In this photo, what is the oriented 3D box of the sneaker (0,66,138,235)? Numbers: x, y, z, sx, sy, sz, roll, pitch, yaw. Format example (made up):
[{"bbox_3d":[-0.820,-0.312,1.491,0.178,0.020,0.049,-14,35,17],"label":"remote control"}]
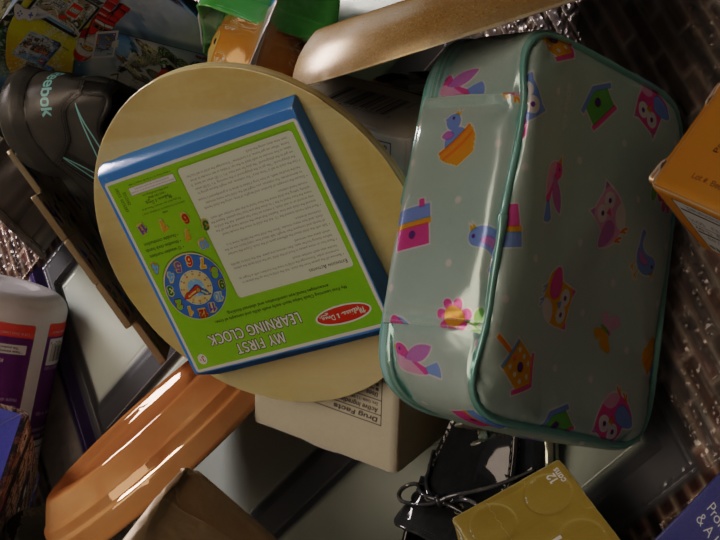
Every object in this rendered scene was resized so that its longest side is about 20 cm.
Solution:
[{"bbox_3d":[-0.145,-0.064,1.067,0.079,0.200,0.076,-6,65,26],"label":"sneaker"}]

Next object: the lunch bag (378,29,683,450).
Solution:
[{"bbox_3d":[0.092,-0.008,0.839,0.077,0.160,0.201,4,81,43],"label":"lunch bag"}]

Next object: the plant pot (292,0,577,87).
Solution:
[{"bbox_3d":[0.055,-0.137,0.868,0.200,0.200,0.028,-10,102,47],"label":"plant pot"}]

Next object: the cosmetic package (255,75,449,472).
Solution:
[{"bbox_3d":[0.000,0.000,0.938,0.105,0.071,0.201,18,119,29],"label":"cosmetic package"}]

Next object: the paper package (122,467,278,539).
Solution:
[{"bbox_3d":[-0.074,0.240,0.926,0.200,0.104,0.191,40,139,3],"label":"paper package"}]

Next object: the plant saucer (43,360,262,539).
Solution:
[{"bbox_3d":[-0.126,0.103,1.048,0.037,0.200,0.200,49,129,-6],"label":"plant saucer"}]

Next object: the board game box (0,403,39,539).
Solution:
[{"bbox_3d":[-0.287,0.177,1.112,0.200,0.096,0.160,115,171,-70],"label":"board game box"}]

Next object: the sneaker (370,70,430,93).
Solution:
[{"bbox_3d":[-0.009,-0.063,1.017,0.200,0.077,0.079,-41,57,38],"label":"sneaker"}]

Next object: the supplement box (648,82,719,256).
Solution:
[{"bbox_3d":[0.227,-0.017,0.744,0.067,0.069,0.200,-52,45,-5],"label":"supplement box"}]

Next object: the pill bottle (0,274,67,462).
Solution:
[{"bbox_3d":[-0.297,0.105,1.285,0.112,0.112,0.201,18,97,48],"label":"pill bottle"}]

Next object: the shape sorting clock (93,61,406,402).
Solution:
[{"bbox_3d":[-0.053,-0.017,0.888,0.199,0.039,0.201,13,120,23],"label":"shape sorting clock"}]

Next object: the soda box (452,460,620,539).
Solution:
[{"bbox_3d":[0.122,0.191,0.812,0.200,0.068,0.064,54,166,43],"label":"soda box"}]

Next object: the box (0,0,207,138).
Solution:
[{"bbox_3d":[-0.169,-0.132,1.092,0.137,0.200,0.038,-46,52,13],"label":"box"}]

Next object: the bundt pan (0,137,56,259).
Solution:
[{"bbox_3d":[-0.283,-0.105,1.260,0.076,0.202,0.202,-44,46,-7],"label":"bundt pan"}]

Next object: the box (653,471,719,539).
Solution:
[{"bbox_3d":[0.223,0.117,0.765,0.200,0.032,0.121,-53,49,28],"label":"box"}]

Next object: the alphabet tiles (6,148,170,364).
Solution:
[{"bbox_3d":[-0.178,-0.015,1.122,0.006,0.200,0.167,-36,97,0],"label":"alphabet tiles"}]

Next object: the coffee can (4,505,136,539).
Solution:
[{"bbox_3d":[-0.189,0.277,1.114,0.146,0.146,0.201,27,103,47],"label":"coffee can"}]

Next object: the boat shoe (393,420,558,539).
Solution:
[{"bbox_3d":[0.057,0.136,0.924,0.075,0.062,0.201,21,98,49],"label":"boat shoe"}]

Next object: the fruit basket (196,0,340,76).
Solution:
[{"bbox_3d":[-0.077,-0.102,1.028,0.185,0.093,0.201,117,178,-84],"label":"fruit basket"}]
